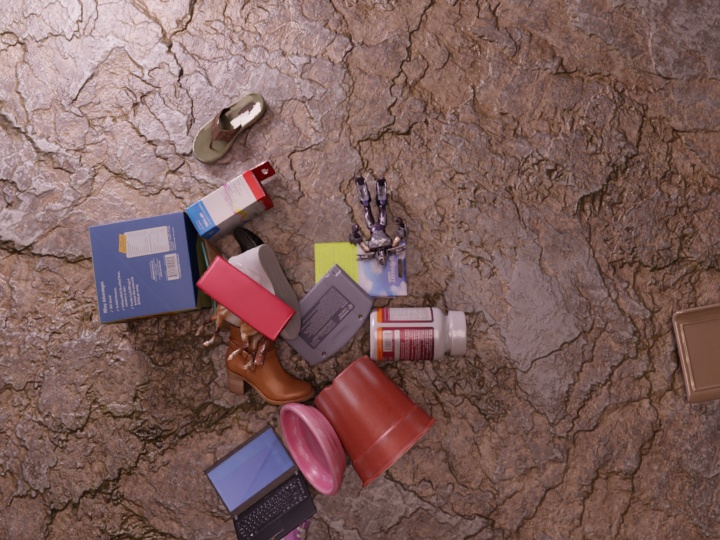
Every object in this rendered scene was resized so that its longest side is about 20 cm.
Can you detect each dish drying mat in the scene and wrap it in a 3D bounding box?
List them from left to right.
[{"bbox_3d":[-0.226,0.055,1.276,0.198,0.018,0.077,34,79,12],"label":"dish drying mat"}]

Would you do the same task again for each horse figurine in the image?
[{"bbox_3d":[-0.249,0.111,1.299,0.198,0.050,0.134,31,89,17],"label":"horse figurine"}]

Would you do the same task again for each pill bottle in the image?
[{"bbox_3d":[0.118,0.133,1.356,0.196,0.110,0.112,0,86,1],"label":"pill bottle"}]

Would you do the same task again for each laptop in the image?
[{"bbox_3d":[-0.210,0.455,1.332,0.176,0.200,0.104,-35,120,-5],"label":"laptop"}]

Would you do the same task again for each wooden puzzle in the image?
[{"bbox_3d":[0.770,0.171,1.386,0.181,0.037,0.204,-10,90,0],"label":"wooden puzzle"}]

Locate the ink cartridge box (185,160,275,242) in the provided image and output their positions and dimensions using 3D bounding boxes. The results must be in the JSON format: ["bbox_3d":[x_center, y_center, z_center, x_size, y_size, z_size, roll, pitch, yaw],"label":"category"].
[{"bbox_3d":[-0.258,-0.144,1.376,0.198,0.116,0.068,-32,85,-1],"label":"ink cartridge box"}]

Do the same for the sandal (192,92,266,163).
[{"bbox_3d":[-0.294,-0.321,1.418,0.080,0.057,0.201,45,88,3],"label":"sandal"}]

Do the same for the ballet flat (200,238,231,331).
[{"bbox_3d":[-0.291,0.028,1.393,0.071,0.068,0.204,-11,88,-10],"label":"ballet flat"}]

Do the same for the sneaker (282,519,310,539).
[{"bbox_3d":[-0.129,0.573,1.350,0.114,0.073,0.201,-37,86,-5],"label":"sneaker"}]

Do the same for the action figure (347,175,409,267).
[{"bbox_3d":[0.033,-0.098,1.361,0.128,0.070,0.203,-6,67,-7],"label":"action figure"}]

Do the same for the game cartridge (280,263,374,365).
[{"bbox_3d":[-0.070,0.100,1.365,0.133,0.041,0.200,44,107,-1],"label":"game cartridge"}]

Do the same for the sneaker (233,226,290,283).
[{"bbox_3d":[-0.225,-0.001,1.391,0.090,0.076,0.202,-33,83,8],"label":"sneaker"}]

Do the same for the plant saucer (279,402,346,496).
[{"bbox_3d":[-0.092,0.355,1.315,0.050,0.200,0.203,-26,85,-30],"label":"plant saucer"}]

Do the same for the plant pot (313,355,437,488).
[{"bbox_3d":[0.019,0.294,1.315,0.200,0.201,0.196,-41,79,-2],"label":"plant pot"}]

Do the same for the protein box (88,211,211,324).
[{"bbox_3d":[-0.437,-0.002,1.359,0.196,0.135,0.202,-9,86,0],"label":"protein box"}]

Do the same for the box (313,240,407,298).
[{"bbox_3d":[0.000,0.000,1.397,0.196,0.048,0.124,-2,87,1],"label":"box"}]

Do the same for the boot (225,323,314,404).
[{"bbox_3d":[-0.189,0.189,1.358,0.196,0.077,0.158,10,107,14],"label":"boot"}]

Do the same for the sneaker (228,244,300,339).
[{"bbox_3d":[-0.203,0.053,1.337,0.114,0.074,0.203,-14,101,32],"label":"sneaker"}]
